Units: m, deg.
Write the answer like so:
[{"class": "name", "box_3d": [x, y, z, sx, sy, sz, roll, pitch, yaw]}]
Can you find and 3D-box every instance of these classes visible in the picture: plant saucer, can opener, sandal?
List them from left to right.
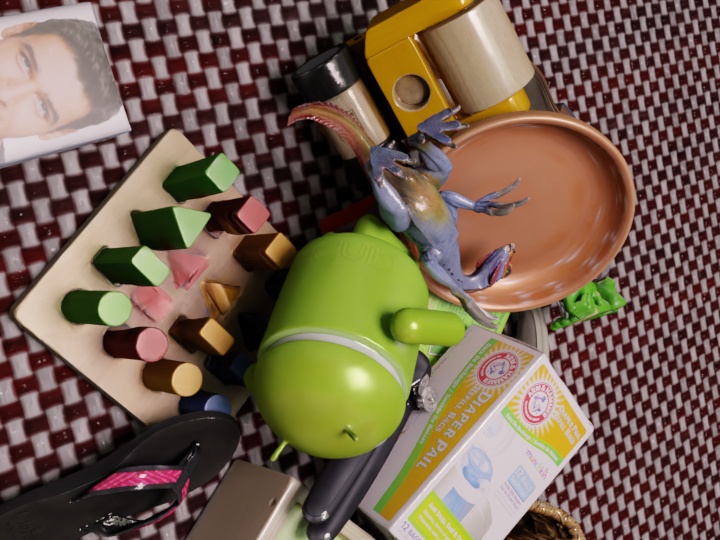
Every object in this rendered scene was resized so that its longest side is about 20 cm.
[{"class": "sandal", "box_3d": [-0.177, 0.170, 0.688, 0.199, 0.045, 0.075, -24, 127, -18]}, {"class": "can opener", "box_3d": [0.006, 0.136, 0.752, 0.200, 0.078, 0.064, -61, 145, -38]}, {"class": "plant saucer", "box_3d": [0.131, -0.050, 0.786, 0.200, 0.200, 0.038, 38, 27, -29]}]

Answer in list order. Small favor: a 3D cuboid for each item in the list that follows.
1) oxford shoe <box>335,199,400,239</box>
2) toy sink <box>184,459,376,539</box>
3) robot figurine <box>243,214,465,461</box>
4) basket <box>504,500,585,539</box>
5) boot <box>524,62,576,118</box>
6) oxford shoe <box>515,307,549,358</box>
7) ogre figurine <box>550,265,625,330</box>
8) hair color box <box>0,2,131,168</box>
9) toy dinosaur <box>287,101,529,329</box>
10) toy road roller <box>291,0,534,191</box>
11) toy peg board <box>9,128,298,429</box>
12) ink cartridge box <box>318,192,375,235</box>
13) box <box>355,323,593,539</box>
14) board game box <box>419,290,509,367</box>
[{"class": "oxford shoe", "box_3d": [0.000, 0.000, 0.839, 0.072, 0.071, 0.201, 30, 81, -1]}, {"class": "toy sink", "box_3d": [-0.045, 0.272, 0.772, 0.200, 0.112, 0.131, 44, 65, -26]}, {"class": "robot figurine", "box_3d": [-0.013, 0.053, 0.699, 0.116, 0.175, 0.200, 46, 40, -29]}, {"class": "basket", "box_3d": [0.141, 0.290, 0.884, 0.199, 0.149, 0.143, 6, 85, -34]}, {"class": "boot", "box_3d": [0.151, -0.155, 0.948, 0.200, 0.075, 0.097, 33, 68, -33]}, {"class": "oxford shoe", "box_3d": [0.161, 0.128, 0.957, 0.057, 0.075, 0.201, 7, 79, 2]}, {"class": "ogre figurine", "box_3d": [0.231, -0.007, 0.979, 0.200, 0.098, 0.120, -9, 75, -47]}, {"class": "hair color box", "box_3d": [-0.276, -0.118, 0.648, 0.200, 0.061, 0.099, -23, 102, -35]}, {"class": "toy dinosaur", "box_3d": [0.060, -0.050, 0.732, 0.105, 0.200, 0.182, -45, 152, -15]}, {"class": "toy road roller", "box_3d": [0.046, -0.175, 0.810, 0.123, 0.199, 0.146, 58, 24, -22]}, {"class": "toy peg board", "box_3d": [-0.125, 0.022, 0.730, 0.199, 0.098, 0.200, 46, 65, -25]}, {"class": "ink cartridge box", "box_3d": [0.073, -0.015, 0.905, 0.200, 0.057, 0.163, -31, 106, -37]}, {"class": "box", "box_3d": [0.090, 0.162, 0.808, 0.200, 0.101, 0.113, -45, 121, -15]}, {"class": "board game box", "box_3d": [0.086, 0.035, 0.876, 0.101, 0.048, 0.201, 25, 88, -22]}]
